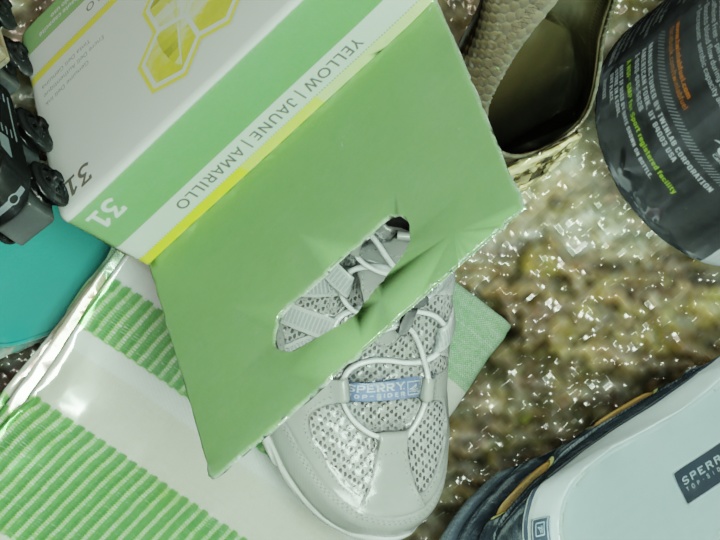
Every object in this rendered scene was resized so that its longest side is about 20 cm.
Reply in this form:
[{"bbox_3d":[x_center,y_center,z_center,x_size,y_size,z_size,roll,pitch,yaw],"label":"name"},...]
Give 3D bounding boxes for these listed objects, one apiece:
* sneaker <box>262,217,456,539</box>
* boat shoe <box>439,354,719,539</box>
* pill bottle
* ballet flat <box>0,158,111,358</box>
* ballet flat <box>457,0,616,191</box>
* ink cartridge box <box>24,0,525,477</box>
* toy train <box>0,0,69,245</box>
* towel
[{"bbox_3d":[0.000,0.000,1.021,0.075,0.082,0.200,-10,98,-23],"label":"sneaker"},{"bbox_3d":[0.119,0.070,1.083,0.200,0.091,0.071,-23,92,-34],"label":"boat shoe"},{"bbox_3d":[0.176,-0.083,1.013,0.106,0.200,0.106,12,63,-25],"label":"pill bottle"},{"bbox_3d":[-0.162,0.006,1.044,0.200,0.072,0.072,-30,92,-26],"label":"ballet flat"},{"bbox_3d":[0.067,-0.080,1.016,0.067,0.200,0.046,-35,67,-24],"label":"ballet flat"},{"bbox_3d":[-0.036,-0.052,0.961,0.146,0.200,0.048,-42,130,22],"label":"ink cartridge box"},{"bbox_3d":[-0.141,-0.085,1.008,0.034,0.200,0.046,-37,133,16],"label":"toy train"},{"bbox_3d":[-0.057,0.060,1.065,0.152,0.023,0.200,37,83,-21],"label":"towel"}]
